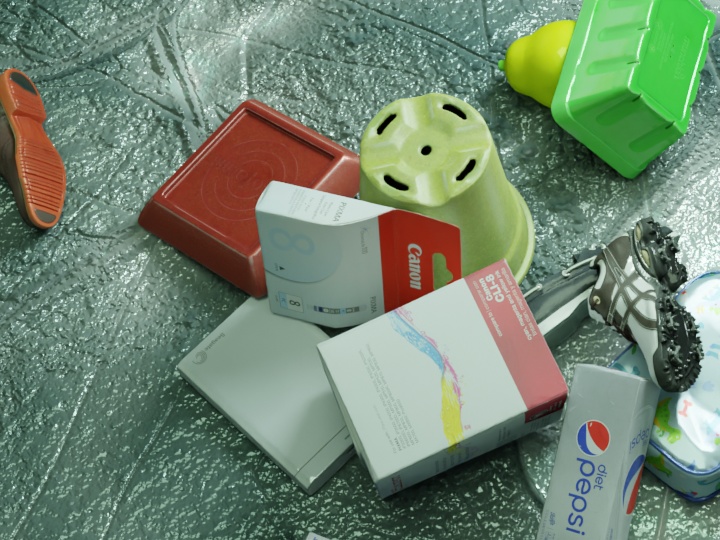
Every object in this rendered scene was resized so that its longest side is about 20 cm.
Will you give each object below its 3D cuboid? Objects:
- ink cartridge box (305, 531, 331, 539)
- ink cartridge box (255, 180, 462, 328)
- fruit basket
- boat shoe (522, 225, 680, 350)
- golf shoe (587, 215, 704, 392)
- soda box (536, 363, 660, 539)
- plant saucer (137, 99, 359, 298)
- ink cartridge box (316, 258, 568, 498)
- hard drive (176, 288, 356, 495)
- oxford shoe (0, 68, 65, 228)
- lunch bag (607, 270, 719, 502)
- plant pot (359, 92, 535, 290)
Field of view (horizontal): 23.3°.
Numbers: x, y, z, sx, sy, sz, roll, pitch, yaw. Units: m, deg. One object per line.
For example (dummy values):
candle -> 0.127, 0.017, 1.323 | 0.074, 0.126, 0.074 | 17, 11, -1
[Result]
ink cartridge box -> 0.040, 0.309, 1.609 | 0.199, 0.094, 0.044 | 19, 64, 18
ink cartridge box -> 0.000, 0.000, 1.728 | 0.199, 0.161, 0.047 | 15, 52, 16
fruit basket -> 0.257, -0.212, 1.871 | 0.215, 0.155, 0.216 | -39, 31, 30
boat shoe -> 0.231, 0.007, 1.764 | 0.200, 0.076, 0.060 | -33, 67, -11
golf shoe -> 0.265, 0.046, 1.654 | 0.094, 0.078, 0.201 | -27, 38, 24
soda box -> 0.218, 0.191, 1.614 | 0.068, 0.063, 0.201 | 12, 90, 29
plant saucer -> -0.117, -0.091, 1.878 | 0.199, 0.037, 0.200 | 30, 70, 33
ink cartridge box -> 0.075, 0.107, 1.658 | 0.199, 0.145, 0.145 | -24, 76, -4
hard drive -> -0.073, 0.117, 1.776 | 0.132, 0.027, 0.200 | -43, 63, -16
oxford shoe -> -0.382, -0.124, 1.951 | 0.072, 0.071, 0.201 | -30, 59, 24
lunch bag -> 0.335, 0.113, 1.682 | 0.161, 0.083, 0.200 | 38, 72, 26
plant pot -> 0.073, -0.075, 1.772 | 0.199, 0.184, 0.201 | -4, 60, 7
